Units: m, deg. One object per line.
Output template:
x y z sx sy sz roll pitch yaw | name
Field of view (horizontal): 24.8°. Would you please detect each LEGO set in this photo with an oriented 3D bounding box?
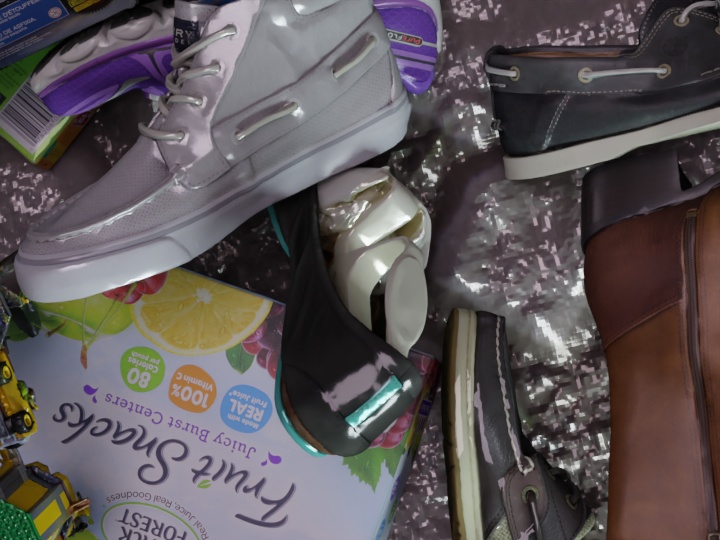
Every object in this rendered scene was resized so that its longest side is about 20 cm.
-0.206 0.075 0.739 0.199 0.116 0.155 -27 98 21 | LEGO set

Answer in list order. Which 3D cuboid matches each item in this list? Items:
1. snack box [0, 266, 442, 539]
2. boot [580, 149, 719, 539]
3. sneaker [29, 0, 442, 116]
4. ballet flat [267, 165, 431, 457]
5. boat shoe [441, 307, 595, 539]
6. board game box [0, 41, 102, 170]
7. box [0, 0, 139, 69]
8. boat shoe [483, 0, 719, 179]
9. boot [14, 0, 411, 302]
-0.077 0.077 0.775 0.199 0.053 0.143 18 87 11 | snack box
0.186 0.035 0.701 0.187 0.068 0.202 -10 67 17 | boot
-0.057 -0.095 0.776 0.198 0.081 0.084 -9 106 0 | sneaker
0.000 0.000 0.721 0.068 0.068 0.201 -34 35 20 | ballet flat
0.074 0.116 0.743 0.065 0.072 0.203 -5 88 2 | boat shoe
-0.132 -0.158 0.826 0.095 0.030 0.200 40 93 10 | board game box
-0.193 -0.176 0.788 0.136 0.040 0.201 -25 53 4 | box
0.152 -0.094 0.735 0.198 0.072 0.068 -12 93 20 | boat shoe
-0.071 -0.069 0.701 0.199 0.073 0.096 -31 118 -27 | boot
